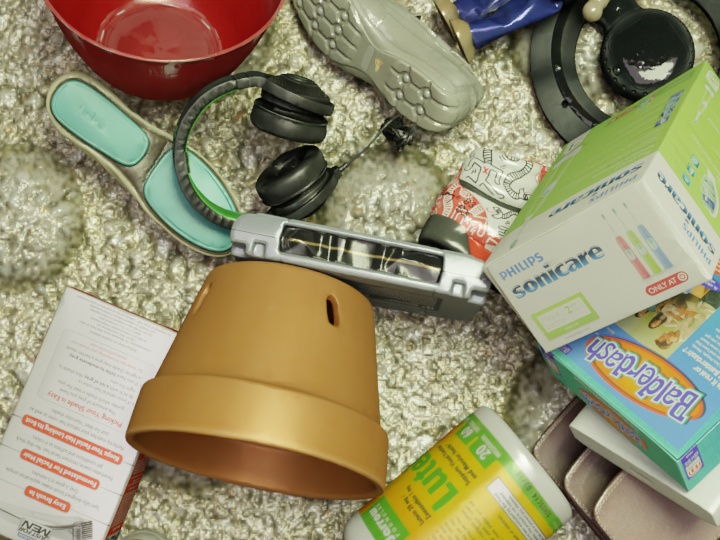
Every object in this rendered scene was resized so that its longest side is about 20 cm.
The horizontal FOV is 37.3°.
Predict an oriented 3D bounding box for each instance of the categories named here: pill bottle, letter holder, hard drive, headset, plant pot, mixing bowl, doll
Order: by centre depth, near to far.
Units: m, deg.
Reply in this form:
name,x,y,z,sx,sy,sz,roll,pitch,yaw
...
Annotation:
name,x,y,z,sx,sy,sz,roll,pitch,yaw
hard drive,0.266,0.075,0.791,0.200,0.026,0.131,-46,43,-14
plant pot,-0.066,0.084,0.821,0.197,0.201,0.142,11,69,3
pill bottle,0.057,0.211,0.834,0.199,0.111,0.111,-40,84,-3
letter holder,0.251,0.128,0.845,0.199,0.101,0.143,-40,82,-3
headset,-0.054,-0.103,0.870,0.197,0.094,0.125,-7,111,-9
mixing bowl,-0.163,-0.216,0.874,0.197,0.109,0.203,6,61,-10
doll,0.164,-0.245,0.887,0.198,0.049,0.137,-30,42,6

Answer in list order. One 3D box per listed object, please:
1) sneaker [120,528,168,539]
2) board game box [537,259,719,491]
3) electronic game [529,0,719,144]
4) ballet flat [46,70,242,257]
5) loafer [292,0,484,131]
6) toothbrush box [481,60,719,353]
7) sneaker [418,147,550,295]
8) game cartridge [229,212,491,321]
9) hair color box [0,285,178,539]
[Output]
name,x,y,z,sx,sy,sz,roll,pitch,yaw
sneaker,-0.204,0.309,0.845,0.072,0.085,0.203,12,86,1
board game box,0.253,0.040,0.779,0.199,0.045,0.152,-39,43,-7
electronic game,0.243,-0.182,0.906,0.197,0.042,0.203,-1,82,10
ballet flat,-0.177,-0.089,0.895,0.200,0.069,0.070,45,86,-11
loafer,0.021,-0.196,0.909,0.200,0.070,0.070,45,45,13
toothbrush box,0.198,-0.050,0.789,0.145,0.200,0.086,-31,101,41
sneaker,0.155,-0.020,0.879,0.200,0.067,0.109,31,75,-3
game cartridge,0.000,0.000,0.847,0.197,0.133,0.041,12,76,1
hair color box,-0.224,0.128,0.876,0.110,0.064,0.202,22,83,3
